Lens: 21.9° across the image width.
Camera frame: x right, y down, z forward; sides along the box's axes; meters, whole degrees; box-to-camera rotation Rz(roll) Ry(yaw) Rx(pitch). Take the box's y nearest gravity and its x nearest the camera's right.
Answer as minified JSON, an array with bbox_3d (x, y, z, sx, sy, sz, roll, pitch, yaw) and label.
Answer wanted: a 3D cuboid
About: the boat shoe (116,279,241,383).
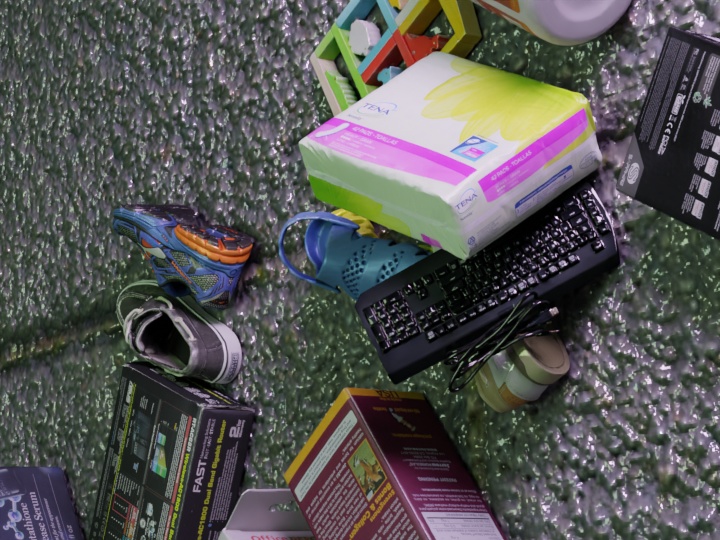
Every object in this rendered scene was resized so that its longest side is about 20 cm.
[{"bbox_3d":[-0.191,0.054,1.796,0.200,0.064,0.071,24,104,50],"label":"boat shoe"}]

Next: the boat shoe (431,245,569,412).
[{"bbox_3d":[0.087,0.016,1.442,0.068,0.075,0.200,-45,54,32],"label":"boat shoe"}]

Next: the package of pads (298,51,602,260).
[{"bbox_3d":[0.069,-0.094,1.419,0.200,0.154,0.068,25,143,50],"label":"package of pads"}]

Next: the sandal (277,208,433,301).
[{"bbox_3d":[0.000,0.000,1.545,0.200,0.087,0.080,24,103,48],"label":"sandal"}]

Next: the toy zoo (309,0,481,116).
[{"bbox_3d":[0.034,-0.199,1.577,0.200,0.020,0.131,-49,50,37],"label":"toy zoo"}]

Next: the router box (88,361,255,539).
[{"bbox_3d":[-0.182,0.201,1.767,0.150,0.062,0.200,23,103,51],"label":"router box"}]

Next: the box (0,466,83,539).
[{"bbox_3d":[-0.396,0.289,1.916,0.107,0.200,0.149,-50,50,36],"label":"box"}]

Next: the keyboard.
[{"bbox_3d":[0.098,0.013,1.371,0.200,0.040,0.104,-30,68,5],"label":"keyboard"}]

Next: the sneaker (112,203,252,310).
[{"bbox_3d":[-0.181,-0.016,1.788,0.200,0.075,0.079,25,109,52],"label":"sneaker"}]

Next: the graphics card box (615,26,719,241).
[{"bbox_3d":[0.268,-0.076,1.244,0.200,0.051,0.126,31,110,48],"label":"graphics card box"}]

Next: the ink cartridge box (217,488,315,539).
[{"bbox_3d":[-0.077,0.283,1.583,0.068,0.115,0.200,48,122,43],"label":"ink cartridge box"}]

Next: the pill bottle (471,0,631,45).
[{"bbox_3d":[0.112,-0.254,1.412,0.200,0.112,0.112,38,115,46],"label":"pill bottle"}]

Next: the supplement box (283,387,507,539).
[{"bbox_3d":[0.033,0.202,1.477,0.110,0.086,0.200,-57,46,30],"label":"supplement box"}]
